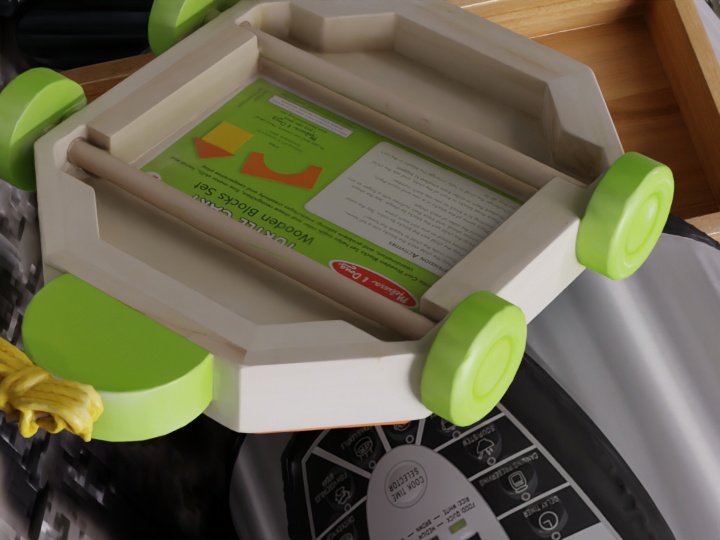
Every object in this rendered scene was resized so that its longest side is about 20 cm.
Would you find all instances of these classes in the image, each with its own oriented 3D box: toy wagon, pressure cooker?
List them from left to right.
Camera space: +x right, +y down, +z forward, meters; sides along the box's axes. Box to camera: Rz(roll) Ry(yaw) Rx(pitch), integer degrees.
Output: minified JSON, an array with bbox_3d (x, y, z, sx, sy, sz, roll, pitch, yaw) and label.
[{"bbox_3d":[-0.023,-0.011,0.607,0.200,0.155,0.040,-41,147,-38],"label":"toy wagon"},{"bbox_3d":[0.069,0.102,0.662,0.178,0.176,0.200,-11,55,-18],"label":"pressure cooker"}]

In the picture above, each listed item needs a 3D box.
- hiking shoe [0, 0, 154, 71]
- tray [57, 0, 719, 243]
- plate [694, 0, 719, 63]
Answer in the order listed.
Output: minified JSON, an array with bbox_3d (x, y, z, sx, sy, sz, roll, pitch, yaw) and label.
[{"bbox_3d":[-0.116,-0.158,0.745,0.087,0.074,0.201,-59,127,-71],"label":"hiking shoe"},{"bbox_3d":[0.015,-0.030,0.725,0.037,0.199,0.099,101,-26,-64],"label":"tray"},{"bbox_3d":[0.141,-0.136,1.156,0.200,0.032,0.200,47,10,-30],"label":"plate"}]
